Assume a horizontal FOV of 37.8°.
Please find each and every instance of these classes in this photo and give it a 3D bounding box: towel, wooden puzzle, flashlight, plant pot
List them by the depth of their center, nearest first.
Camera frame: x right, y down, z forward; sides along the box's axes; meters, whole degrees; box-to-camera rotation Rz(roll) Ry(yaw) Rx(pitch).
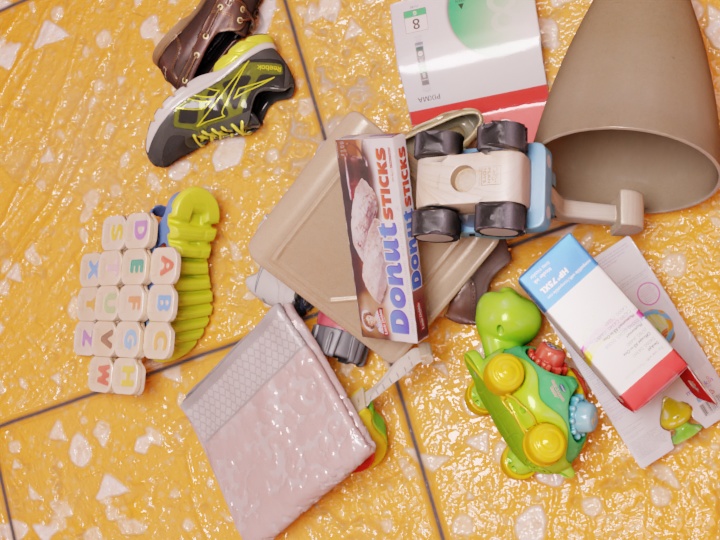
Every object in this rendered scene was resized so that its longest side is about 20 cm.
[{"bbox_3d":[0.271,-0.187,1.052,0.185,0.188,0.203,5,71,15],"label":"plant pot"},{"bbox_3d":[0.013,-0.032,1.074,0.199,0.037,0.186,38,103,-7],"label":"wooden puzzle"},{"bbox_3d":[-0.095,0.165,1.117,0.200,0.032,0.192,-44,66,28],"label":"towel"},{"bbox_3d":[0.000,0.000,1.144,0.068,0.067,0.203,8,78,53],"label":"flashlight"}]

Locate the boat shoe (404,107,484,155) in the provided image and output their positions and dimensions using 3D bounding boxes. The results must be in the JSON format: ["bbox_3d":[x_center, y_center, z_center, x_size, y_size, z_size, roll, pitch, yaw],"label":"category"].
[{"bbox_3d":[0.042,-0.106,1.102,0.199,0.063,0.074,-30,87,-8],"label":"boat shoe"}]

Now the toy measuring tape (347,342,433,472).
[{"bbox_3d":[0.020,0.155,1.101,0.200,0.073,0.074,-43,74,23],"label":"toy measuring tape"}]

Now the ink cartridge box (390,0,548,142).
[{"bbox_3d":[0.123,-0.208,1.148,0.159,0.050,0.203,-9,78,13],"label":"ink cartridge box"}]

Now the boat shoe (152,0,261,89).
[{"bbox_3d":[-0.155,-0.290,1.220,0.200,0.070,0.070,-49,67,12],"label":"boat shoe"}]

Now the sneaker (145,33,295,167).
[{"bbox_3d":[-0.160,-0.181,1.202,0.200,0.074,0.085,-42,75,6],"label":"sneaker"}]

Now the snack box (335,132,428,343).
[{"bbox_3d":[0.022,-0.031,1.025,0.071,0.024,0.203,4,108,38],"label":"snack box"}]

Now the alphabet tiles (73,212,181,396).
[{"bbox_3d":[-0.268,0.037,1.183,0.194,0.014,0.203,-1,83,44],"label":"alphabet tiles"}]

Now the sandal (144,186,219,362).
[{"bbox_3d":[-0.214,0.003,1.200,0.086,0.079,0.203,11,90,46],"label":"sandal"}]

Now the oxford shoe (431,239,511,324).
[{"bbox_3d":[0.129,-0.041,1.121,0.072,0.071,0.203,16,93,-1],"label":"oxford shoe"}]

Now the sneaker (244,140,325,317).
[{"bbox_3d":[-0.071,-0.052,1.166,0.086,0.074,0.202,18,86,22],"label":"sneaker"}]

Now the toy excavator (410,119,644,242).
[{"bbox_3d":[0.163,-0.071,1.019,0.192,0.199,0.101,-3,80,27],"label":"toy excavator"}]

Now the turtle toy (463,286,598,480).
[{"bbox_3d":[0.167,0.114,1.055,0.100,0.146,0.202,-25,77,-12],"label":"turtle toy"}]

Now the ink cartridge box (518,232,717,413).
[{"bbox_3d":[0.237,0.064,0.991,0.067,0.116,0.201,-41,81,5],"label":"ink cartridge box"}]

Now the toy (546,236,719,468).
[{"bbox_3d":[0.276,0.083,1.068,0.114,0.047,0.201,-32,81,2],"label":"toy"}]
